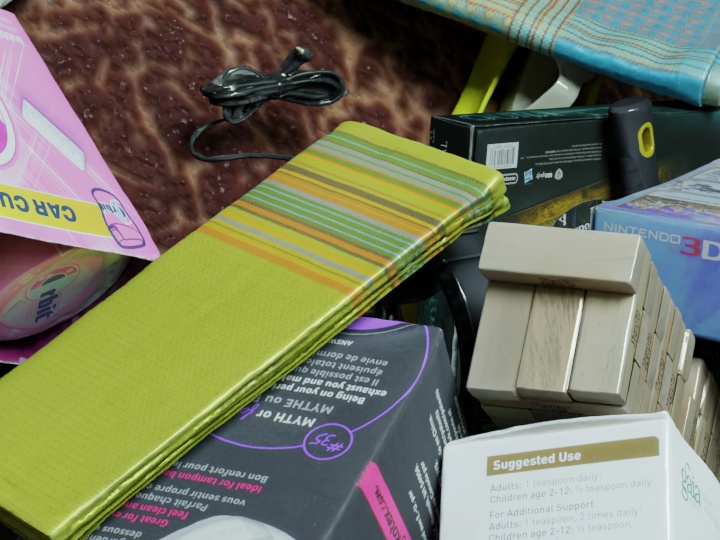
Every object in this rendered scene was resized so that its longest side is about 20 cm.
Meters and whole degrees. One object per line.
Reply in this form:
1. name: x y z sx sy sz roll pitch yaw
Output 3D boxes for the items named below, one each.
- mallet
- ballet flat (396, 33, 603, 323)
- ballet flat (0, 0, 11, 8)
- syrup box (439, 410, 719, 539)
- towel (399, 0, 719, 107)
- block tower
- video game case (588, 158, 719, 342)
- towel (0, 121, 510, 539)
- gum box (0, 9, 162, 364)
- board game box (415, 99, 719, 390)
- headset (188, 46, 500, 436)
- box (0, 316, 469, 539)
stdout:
1. mallet: 0.127 0.027 0.957 0.066 0.041 0.200 -15 107 -41
2. ballet flat: 0.065 -0.049 0.995 0.067 0.067 0.200 33 50 -15
3. ballet flat: -0.137 -0.139 0.898 0.069 0.069 0.200 43 47 -9
4. syrup box: 0.071 0.152 0.734 0.079 0.081 0.200 50 36 -53
5. towel: 0.081 -0.143 1.025 0.200 0.022 0.147 21 43 11
6. block tower: 0.090 0.049 0.835 0.200 0.054 0.058 52 46 -59
7. video game case: 0.211 -0.002 0.878 0.181 0.200 0.046 -19 116 -57
8. towel: -0.047 0.017 0.775 0.200 0.086 0.018 -38 127 -25
9. gum box: -0.161 -0.039 0.753 0.114 0.066 0.200 57 18 19
10. board game box: 0.103 0.000 0.970 0.200 0.028 0.135 -6 106 -41
11. headset: 0.000 0.000 0.887 0.094 0.124 0.200 -9 56 -41
12. box: -0.052 0.113 0.756 0.200 0.122 0.106 -57 144 -41
